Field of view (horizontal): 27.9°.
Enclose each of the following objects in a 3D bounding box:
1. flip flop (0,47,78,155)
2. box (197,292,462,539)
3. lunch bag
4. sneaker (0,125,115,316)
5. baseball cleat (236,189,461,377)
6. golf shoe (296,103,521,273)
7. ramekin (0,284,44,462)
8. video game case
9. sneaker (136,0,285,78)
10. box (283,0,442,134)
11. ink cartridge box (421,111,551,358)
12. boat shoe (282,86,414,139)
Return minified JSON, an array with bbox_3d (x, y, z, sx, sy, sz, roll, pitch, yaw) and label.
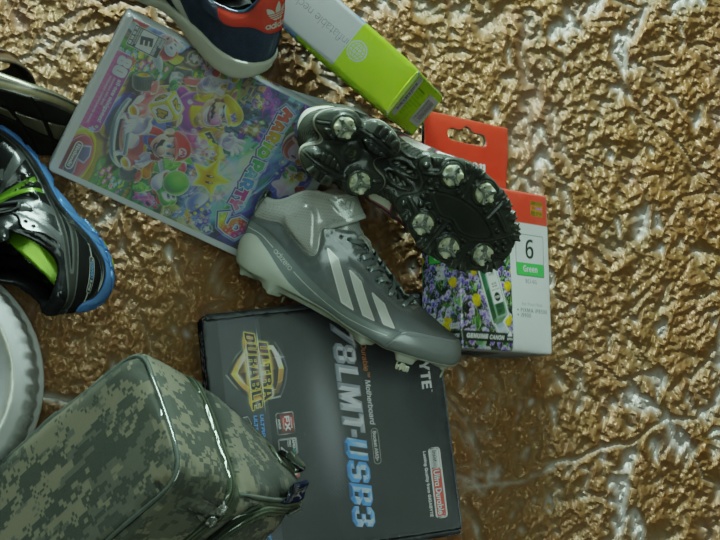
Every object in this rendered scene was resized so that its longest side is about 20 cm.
[{"bbox_3d":[-0.302,-0.152,1.142,0.198,0.081,0.058,21,57,-8],"label":"flip flop"},{"bbox_3d":[-0.026,0.127,1.178,0.196,0.050,0.203,-5,85,-12],"label":"box"},{"bbox_3d":[-0.155,0.179,1.063,0.200,0.167,0.140,-41,50,11],"label":"lunch bag"},{"bbox_3d":[-0.272,-0.044,1.107,0.200,0.071,0.083,46,32,11],"label":"sneaker"},{"bbox_3d":[0.000,0.000,1.129,0.198,0.070,0.108,25,100,5],"label":"baseball cleat"},{"bbox_3d":[0.039,-0.072,1.119,0.199,0.088,0.078,32,100,-20],"label":"golf shoe"},{"bbox_3d":[-0.337,0.083,1.083,0.197,0.105,0.203,2,83,-12],"label":"ramekin"},{"bbox_3d":[-0.126,-0.099,1.141,0.198,0.018,0.144,25,111,-20],"label":"video game case"},{"bbox_3d":[-0.132,-0.235,1.084,0.199,0.085,0.075,37,43,10],"label":"sneaker"},{"bbox_3d":[-0.028,-0.194,1.155,0.200,0.122,0.048,42,96,10],"label":"box"},{"bbox_3d":[0.104,-0.031,1.203,0.108,0.050,0.203,6,80,-40],"label":"ink cartridge box"},{"bbox_3d":[-0.051,-0.111,1.191,0.198,0.072,0.067,17,90,-13],"label":"boat shoe"}]
